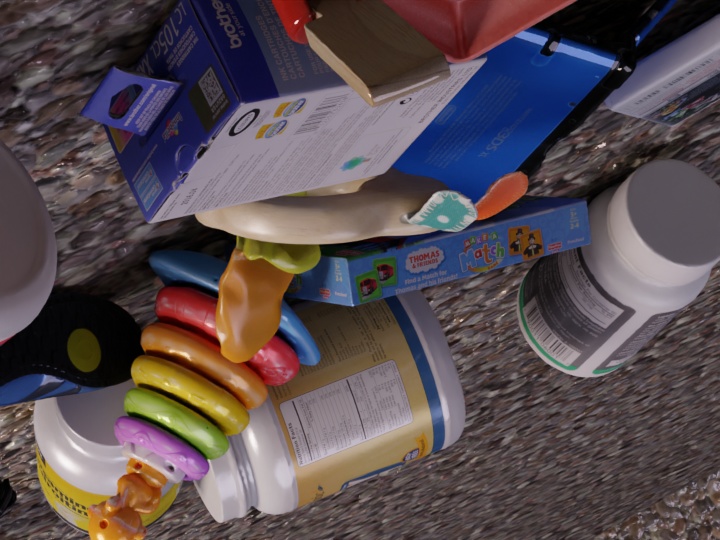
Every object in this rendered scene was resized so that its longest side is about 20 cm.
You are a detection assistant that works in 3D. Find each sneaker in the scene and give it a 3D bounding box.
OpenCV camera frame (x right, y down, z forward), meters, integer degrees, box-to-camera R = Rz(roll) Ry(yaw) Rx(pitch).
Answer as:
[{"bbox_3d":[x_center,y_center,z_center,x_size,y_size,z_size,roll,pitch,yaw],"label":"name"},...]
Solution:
[{"bbox_3d":[-0.232,0.058,1.565,0.078,0.066,0.200,-19,173,43],"label":"sneaker"}]

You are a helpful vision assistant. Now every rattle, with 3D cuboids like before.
[{"bbox_3d":[0.000,0.000,1.443,0.200,0.143,0.130,8,-178,20],"label":"rattle"}]

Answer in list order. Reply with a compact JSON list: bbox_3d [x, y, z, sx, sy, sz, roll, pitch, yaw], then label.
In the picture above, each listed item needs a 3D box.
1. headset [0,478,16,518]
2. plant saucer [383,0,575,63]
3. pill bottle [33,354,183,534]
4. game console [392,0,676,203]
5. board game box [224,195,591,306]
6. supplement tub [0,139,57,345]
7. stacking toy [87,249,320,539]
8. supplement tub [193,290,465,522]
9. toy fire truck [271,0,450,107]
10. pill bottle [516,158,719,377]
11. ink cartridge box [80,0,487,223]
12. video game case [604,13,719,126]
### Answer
[{"bbox_3d":[-0.282,0.103,1.472,0.123,0.200,0.094,-5,-140,34],"label":"headset"},{"bbox_3d":[0.072,-0.182,1.170,0.199,0.037,0.200,-28,156,27],"label":"plant saucer"},{"bbox_3d":[-0.179,0.116,1.718,0.112,0.112,0.200,-21,163,-13],"label":"pill bottle"},{"bbox_3d":[0.101,-0.133,1.519,0.170,0.119,0.200,16,147,-18],"label":"game console"},{"bbox_3d":[0.032,-0.018,1.619,0.200,0.037,0.151,-13,-169,-34],"label":"board game box"},{"bbox_3d":[-0.265,0.014,1.226,0.200,0.141,0.140,-36,160,33],"label":"supplement tub"},{"bbox_3d":[-0.120,0.098,1.576,0.200,0.116,0.110,-62,159,-15],"label":"stacking toy"},{"bbox_3d":[-0.036,0.097,1.805,0.200,0.145,0.145,-21,163,-13],"label":"supplement tub"},{"bbox_3d":[0.018,-0.159,0.991,0.176,0.200,0.129,-27,164,8],"label":"toy fire truck"},{"bbox_3d":[0.212,-0.002,1.913,0.113,0.113,0.200,-16,162,-28],"label":"pill bottle"},{"bbox_3d":[-0.050,-0.098,1.304,0.200,0.076,0.136,-16,161,-35],"label":"ink cartridge box"},{"bbox_3d":[0.272,-0.161,1.635,0.200,0.023,0.182,-31,169,17],"label":"video game case"}]
